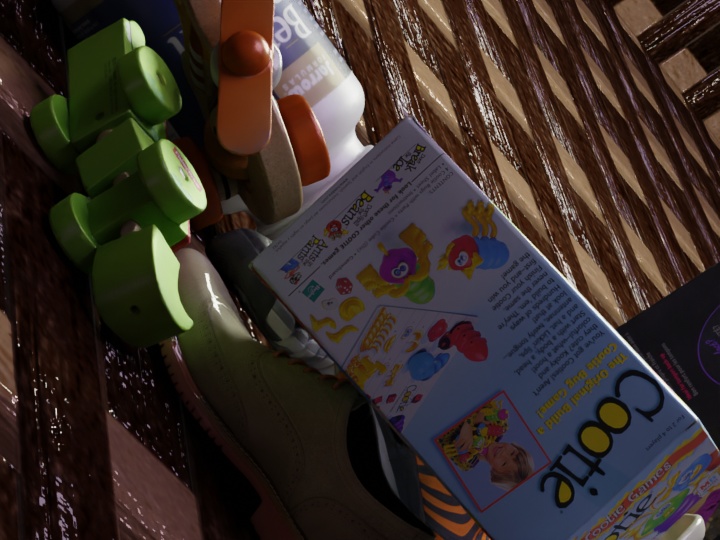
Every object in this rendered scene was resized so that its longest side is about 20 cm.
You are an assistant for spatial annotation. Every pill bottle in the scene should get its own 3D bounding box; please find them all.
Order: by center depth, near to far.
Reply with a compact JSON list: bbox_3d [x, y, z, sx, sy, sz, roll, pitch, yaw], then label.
[{"bbox_3d":[-0.067,-0.102,1.445,0.200,0.111,0.111,54,14,-8],"label":"pill bottle"}]

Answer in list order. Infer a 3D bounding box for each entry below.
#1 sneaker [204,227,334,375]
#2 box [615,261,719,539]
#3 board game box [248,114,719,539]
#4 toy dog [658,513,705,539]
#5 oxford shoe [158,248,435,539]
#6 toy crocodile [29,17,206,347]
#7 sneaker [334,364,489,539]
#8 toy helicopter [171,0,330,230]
[{"bbox_3d":[0.000,0.000,1.375,0.075,0.115,0.200,52,1,27],"label":"sneaker"},{"bbox_3d":[0.198,0.101,1.650,0.106,0.200,0.122,54,5,-40],"label":"box"},{"bbox_3d":[0.061,0.045,1.225,0.200,0.105,0.103,48,1,24],"label":"board game box"},{"bbox_3d":[0.160,0.254,1.357,0.200,0.139,0.194,54,27,-5],"label":"toy dog"},{"bbox_3d":[-0.032,0.065,1.260,0.200,0.074,0.071,58,17,13],"label":"oxford shoe"},{"bbox_3d":[-0.110,-0.048,1.275,0.062,0.067,0.200,48,17,-39],"label":"toy crocodile"},{"bbox_3d":[0.065,0.098,1.363,0.200,0.112,0.078,66,13,-47],"label":"sneaker"},{"bbox_3d":[-0.075,-0.118,1.320,0.132,0.079,0.201,176,-107,-79],"label":"toy helicopter"}]
